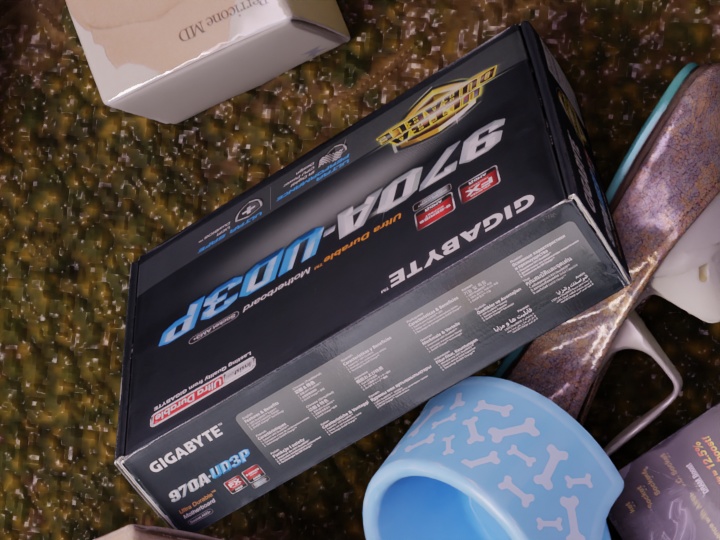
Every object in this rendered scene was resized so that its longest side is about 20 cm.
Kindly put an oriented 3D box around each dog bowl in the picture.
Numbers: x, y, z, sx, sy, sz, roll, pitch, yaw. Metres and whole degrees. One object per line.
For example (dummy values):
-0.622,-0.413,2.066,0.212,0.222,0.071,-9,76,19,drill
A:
0.074,0.137,0.914,0.200,0.050,0.111,57,143,-1,dog bowl

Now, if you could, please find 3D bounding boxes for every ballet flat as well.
0.107,0.015,0.948,0.067,0.068,0.200,34,108,12,ballet flat

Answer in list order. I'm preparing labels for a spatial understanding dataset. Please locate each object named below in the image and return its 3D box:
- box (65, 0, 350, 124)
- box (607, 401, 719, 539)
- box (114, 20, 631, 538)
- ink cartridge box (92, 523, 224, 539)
-0.088,-0.171,1.006,0.095,0.078,0.200,-25,80,15,box
0.208,0.123,0.915,0.158,0.050,0.200,-36,78,13,box
0.000,0.000,0.933,0.200,0.159,0.046,-30,116,14,box
-0.121,0.203,0.915,0.200,0.075,0.165,-27,56,41,ink cartridge box
